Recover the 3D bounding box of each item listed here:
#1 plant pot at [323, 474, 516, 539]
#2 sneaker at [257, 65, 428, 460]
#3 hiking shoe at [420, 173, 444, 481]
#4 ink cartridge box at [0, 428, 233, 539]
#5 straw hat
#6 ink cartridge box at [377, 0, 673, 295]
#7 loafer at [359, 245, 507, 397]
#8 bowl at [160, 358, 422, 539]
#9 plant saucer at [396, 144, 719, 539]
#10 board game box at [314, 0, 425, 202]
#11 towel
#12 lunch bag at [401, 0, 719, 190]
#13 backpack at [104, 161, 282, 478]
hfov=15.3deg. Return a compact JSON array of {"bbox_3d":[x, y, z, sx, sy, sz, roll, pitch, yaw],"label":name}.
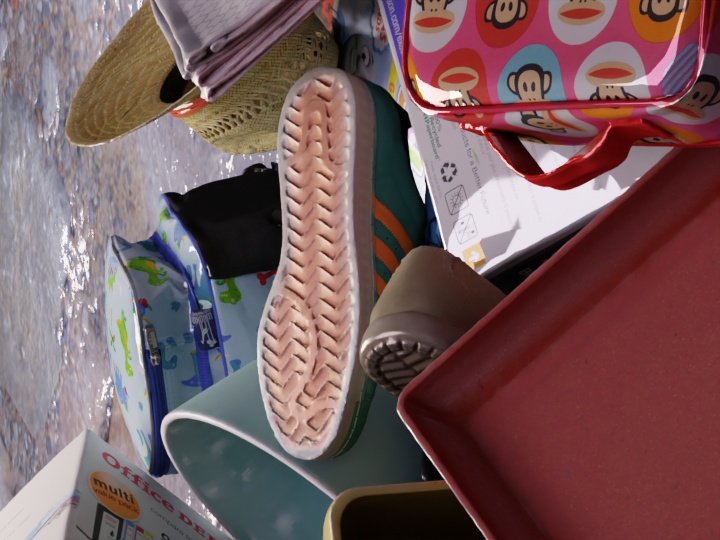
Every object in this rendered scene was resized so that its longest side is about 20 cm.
[{"bbox_3d":[0.074,0.197,1.264,0.176,0.198,0.202,153,112,-77],"label":"plant pot"},{"bbox_3d":[0.000,0.000,1.373,0.071,0.080,0.202,-3,78,40],"label":"sneaker"},{"bbox_3d":[0.061,0.023,1.346,0.074,0.087,0.202,-4,97,30],"label":"hiking shoe"},{"bbox_3d":[-0.156,0.222,1.523,0.145,0.147,0.200,-44,18,19],"label":"ink cartridge box"},{"bbox_3d":[-0.061,-0.112,1.469,0.201,0.085,0.202,-36,25,19],"label":"straw hat"},{"bbox_3d":[0.105,-0.115,1.274,0.199,0.043,0.199,-30,63,33],"label":"ink cartridge box"},{"bbox_3d":[0.075,0.050,1.273,0.075,0.200,0.069,-7,60,34],"label":"loafer"},{"bbox_3d":[-0.001,0.108,1.461,0.200,0.105,0.201,34,159,15],"label":"bowl"},{"bbox_3d":[0.138,0.060,1.128,0.199,0.037,0.200,-42,49,6],"label":"plant saucer"},{"bbox_3d":[0.021,-0.122,1.458,0.200,0.036,0.152,42,129,51],"label":"board game box"},{"bbox_3d":[-0.033,-0.186,1.400,0.191,0.032,0.200,-42,24,5],"label":"towel"},{"bbox_3d":[0.105,-0.123,1.182,0.199,0.082,0.178,6,83,50],"label":"lunch bag"},{"bbox_3d":[-0.077,0.056,1.626,0.183,0.146,0.202,-136,33,-72],"label":"backpack"}]
